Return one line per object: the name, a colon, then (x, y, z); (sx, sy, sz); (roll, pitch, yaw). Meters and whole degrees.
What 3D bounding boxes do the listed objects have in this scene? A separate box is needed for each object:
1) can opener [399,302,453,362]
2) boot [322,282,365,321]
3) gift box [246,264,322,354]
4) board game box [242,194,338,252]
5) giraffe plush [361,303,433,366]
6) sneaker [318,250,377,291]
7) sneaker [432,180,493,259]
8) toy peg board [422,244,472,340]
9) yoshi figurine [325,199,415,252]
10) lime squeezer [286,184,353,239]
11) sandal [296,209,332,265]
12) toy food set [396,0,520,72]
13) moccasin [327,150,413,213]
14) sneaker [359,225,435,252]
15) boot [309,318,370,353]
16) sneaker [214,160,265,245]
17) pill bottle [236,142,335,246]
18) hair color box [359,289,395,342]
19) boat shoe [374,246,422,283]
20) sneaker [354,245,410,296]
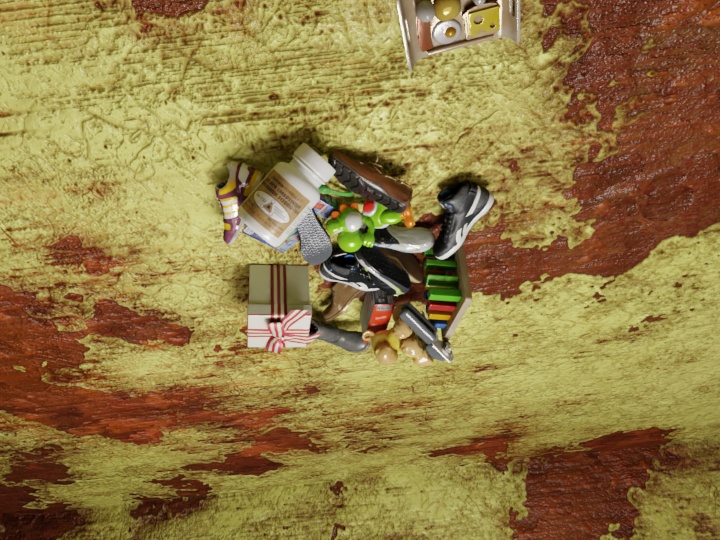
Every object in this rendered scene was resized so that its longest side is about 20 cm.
can opener: (0.166, 0.166, 1.480); (0.066, 0.053, 0.200); (-32, 111, 29)
boot: (-0.056, 0.066, 1.617); (0.075, 0.074, 0.200); (31, 125, -19)
gift box: (-0.202, 0.100, 1.529); (0.200, 0.187, 0.185); (-1, 144, -5)
board game box: (-0.169, -0.127, 1.352); (0.200, 0.034, 0.135); (-34, 136, 31)
giraffe plush: (0.095, 0.190, 1.587); (0.162, 0.200, 0.173); (-27, 97, 20)
sneaker: (0.000, 0.000, 1.496); (0.200, 0.073, 0.112); (7, 161, -15)
sneaker: (0.205, -0.126, 1.355); (0.112, 0.073, 0.200); (24, 115, -29)
toy peg board: (0.199, 0.045, 1.504); (0.098, 0.200, 0.199); (5, 143, -9)
yoshi figurine: (0.023, -0.102, 1.343); (0.200, 0.112, 0.112); (-15, 164, 0)
lime squeezer: (-0.100, -0.148, 1.272); (0.200, 0.038, 0.071); (-38, 145, -28)
sandal: (-0.116, -0.094, 1.350); (0.076, 0.043, 0.200); (-16, 133, 0)
toy food set: (0.168, -0.423, 0.982); (0.200, 0.060, 0.144); (-11, 143, 8)
moccasin: (0.024, -0.201, 1.252); (0.201, 0.078, 0.074); (24, 154, -8)
sneaker: (0.083, -0.077, 1.432); (0.200, 0.072, 0.072); (8, 155, -11)
boot: (-0.083, 0.182, 1.689); (0.182, 0.073, 0.200); (5, 161, 22)
sneaker: (-0.279, -0.149, 1.274); (0.090, 0.075, 0.200); (25, 121, -9)
pill bottle: (-0.148, -0.157, 1.195); (0.200, 0.114, 0.114); (-49, 134, 3)
hair color box: (0.046, 0.112, 1.653); (0.061, 0.102, 0.200); (0, 144, -10)
boat shoe: (0.082, -0.025, 1.506); (0.200, 0.073, 0.063); (36, 134, -29)
sneaker: (0.041, 0.012, 1.443); (0.083, 0.072, 0.200); (-26, 130, 34)
